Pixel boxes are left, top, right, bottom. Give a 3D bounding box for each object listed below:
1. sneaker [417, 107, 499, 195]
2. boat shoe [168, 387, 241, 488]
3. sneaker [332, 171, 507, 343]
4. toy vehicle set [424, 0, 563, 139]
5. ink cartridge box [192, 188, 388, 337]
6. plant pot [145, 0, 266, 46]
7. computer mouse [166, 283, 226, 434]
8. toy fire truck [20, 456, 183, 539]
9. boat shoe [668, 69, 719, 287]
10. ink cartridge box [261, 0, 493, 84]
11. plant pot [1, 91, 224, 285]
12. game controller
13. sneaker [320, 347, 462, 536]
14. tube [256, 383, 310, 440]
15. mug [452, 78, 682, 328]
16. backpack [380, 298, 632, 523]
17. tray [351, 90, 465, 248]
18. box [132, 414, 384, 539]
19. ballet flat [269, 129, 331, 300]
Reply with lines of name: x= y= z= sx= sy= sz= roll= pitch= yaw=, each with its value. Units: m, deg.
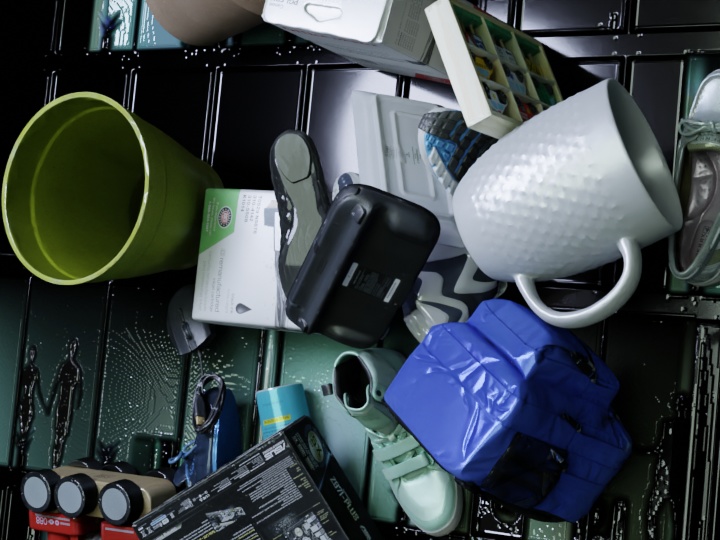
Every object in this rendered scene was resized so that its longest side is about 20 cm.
sneaker: x=0.101 y=-0.108 z=1.540 sx=0.087 sy=0.200 sz=0.075 roll=39 pitch=94 yaw=38
boat shoe: x=-0.173 y=0.225 z=1.724 sx=0.068 sy=0.084 sz=0.202 roll=2 pitch=82 yaw=20
sneaker: x=0.069 y=-0.032 z=1.591 sx=0.200 sy=0.129 sz=0.080 roll=52 pitch=155 yaw=9
toy vehicle set: x=0.138 y=-0.178 z=1.520 sx=0.026 sy=0.200 sz=0.125 roll=-28 pitch=71 yaw=26
ink cartridge box: x=-0.068 y=-0.009 z=1.690 sx=0.199 sy=0.084 sz=0.147 roll=3 pitch=86 yaw=31
plant pot: x=-0.146 y=-0.335 z=1.736 sx=0.174 sy=0.199 sz=0.201 roll=-32 pitch=68 yaw=42
computer mouse: x=-0.181 y=0.090 z=1.734 sx=0.058 sy=0.034 sz=0.201 roll=-31 pitch=45 yaw=16
toy fire truck: x=-0.294 y=0.321 z=1.775 sx=0.175 sy=0.128 sz=0.202 roll=3 pitch=97 yaw=31
boat shoe: x=0.321 y=-0.088 z=1.475 sx=0.074 sy=0.065 sz=0.203 roll=12 pitch=90 yaw=32
ink cartridge box: x=0.020 y=-0.253 z=1.601 sx=0.146 sy=0.200 sz=0.083 roll=17 pitch=91 yaw=31
plant pot: x=-0.250 y=-0.074 z=1.746 sx=0.199 sy=0.193 sz=0.202 roll=-4 pitch=81 yaw=30
game controller: x=0.000 y=0.000 z=1.522 sx=0.200 sy=0.104 sz=0.042 roll=118 pitch=161 yaw=-45
sneaker: x=0.027 y=0.170 z=1.590 sx=0.074 sy=0.118 sz=0.201 roll=-30 pitch=70 yaw=23
tube: x=-0.066 y=0.221 z=1.686 sx=0.077 sy=0.050 sz=0.201 roll=-16 pitch=82 yaw=28
mug: x=0.183 y=-0.045 z=1.430 sx=0.175 sy=0.147 sz=0.201 roll=-26 pitch=61 yaw=22
backpack: x=0.156 y=0.134 z=1.466 sx=0.168 sy=0.200 sz=0.163 roll=-50 pitch=40 yaw=11
tray: x=0.050 y=-0.108 z=1.580 sx=0.022 sy=0.107 sz=0.201 roll=113 pitch=159 yaw=-44
box: x=-0.101 y=0.270 z=1.632 sx=0.199 sy=0.086 sz=0.164 roll=-33 pitch=87 yaw=17
ballet flat: x=-0.051 y=-0.043 z=1.616 sx=0.066 sy=0.057 sz=0.202 roll=-7 pitch=86 yaw=11
